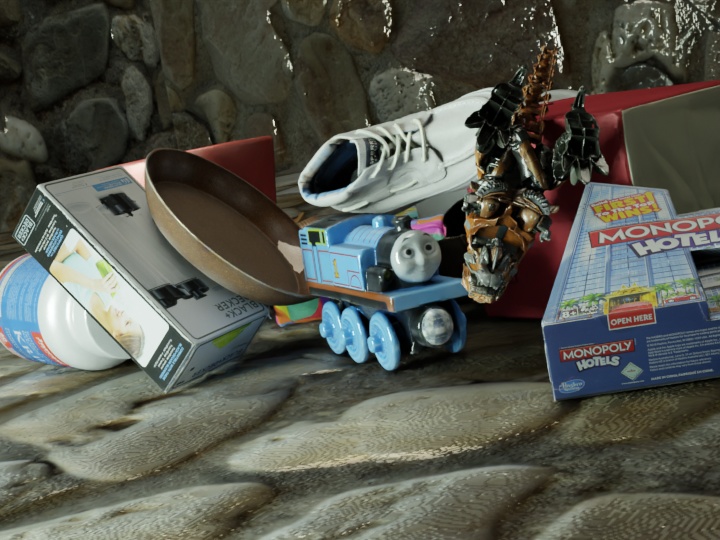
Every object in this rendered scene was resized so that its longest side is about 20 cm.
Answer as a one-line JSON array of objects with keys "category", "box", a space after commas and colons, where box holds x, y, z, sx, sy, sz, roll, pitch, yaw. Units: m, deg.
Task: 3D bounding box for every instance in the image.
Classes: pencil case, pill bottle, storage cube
[{"category": "pencil case", "box": [0.000, 0.000, 1.289, 0.198, 0.089, 0.088, -10, 8, 4]}, {"category": "pill bottle", "box": [-0.269, 0.037, 1.275, 0.112, 0.113, 0.199, -16, 9, -34]}, {"category": "storage cube", "box": [0.215, -0.061, 1.124, 0.199, 0.173, 0.179, -17, 11, -38]}]

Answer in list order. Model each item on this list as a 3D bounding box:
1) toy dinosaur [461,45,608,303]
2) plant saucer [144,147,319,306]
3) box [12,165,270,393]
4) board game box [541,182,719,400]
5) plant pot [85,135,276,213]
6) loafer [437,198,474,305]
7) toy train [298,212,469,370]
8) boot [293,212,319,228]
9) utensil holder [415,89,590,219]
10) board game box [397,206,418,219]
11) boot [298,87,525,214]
[{"category": "toy dinosaur", "box": [0.113, -0.081, 0.999, 0.101, 0.202, 0.136, -2, -21, -9]}, {"category": "plant saucer", "box": [-0.115, -0.033, 1.190, 0.035, 0.200, 0.200, -50, -4, 18]}, {"category": "box", "box": [-0.187, 0.003, 1.147, 0.060, 0.200, 0.116, -54, -17, 28]}, {"category": "board game box", "box": [0.219, -0.003, 0.912, 0.198, 0.062, 0.200, -9, 28, 8]}, {"category": "plant pot", "box": [-0.168, -0.032, 1.357, 0.199, 0.179, 0.200, -12, 4, 1]}, {"category": "loafer", "box": [0.117, -0.040, 1.232, 0.072, 0.072, 0.200, -17, 17, 24]}, {"category": "toy train", "box": [0.017, 0.012, 1.078, 0.086, 0.115, 0.200, -14, 9, -21]}, {"category": "boot", "box": [-0.116, -0.006, 1.537, 0.154, 0.074, 0.200, -27, -6, -7]}, {"category": "utensil holder", "box": [0.177, -0.095, 1.439, 0.169, 0.171, 0.199, -4, 13, 39]}, {"category": "board game box", "box": [0.019, -0.040, 1.666, 0.150, 0.047, 0.200, -12, 8, -10]}, {"category": "boot", "box": [0.037, -0.094, 1.099, 0.095, 0.074, 0.199, 0, -22, -44]}]
